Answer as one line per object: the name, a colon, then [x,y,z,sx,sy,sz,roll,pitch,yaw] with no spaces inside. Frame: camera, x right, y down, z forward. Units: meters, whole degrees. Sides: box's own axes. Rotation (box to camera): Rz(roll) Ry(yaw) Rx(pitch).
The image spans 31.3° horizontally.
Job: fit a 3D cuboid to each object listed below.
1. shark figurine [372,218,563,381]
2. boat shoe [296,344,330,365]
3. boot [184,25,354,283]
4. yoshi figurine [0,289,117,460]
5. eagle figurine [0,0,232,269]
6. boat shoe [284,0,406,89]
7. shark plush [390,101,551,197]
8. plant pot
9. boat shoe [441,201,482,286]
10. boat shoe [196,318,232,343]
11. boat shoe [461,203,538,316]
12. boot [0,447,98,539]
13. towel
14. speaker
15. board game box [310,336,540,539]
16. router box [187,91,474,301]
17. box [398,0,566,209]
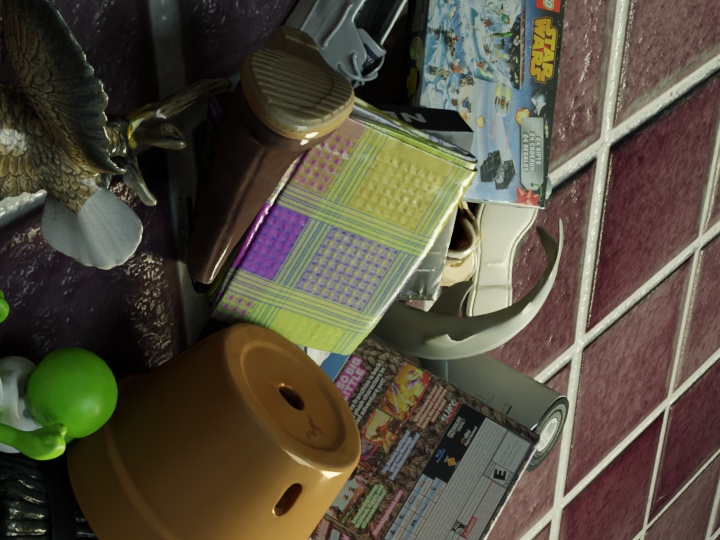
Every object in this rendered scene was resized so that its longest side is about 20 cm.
shark figurine: [0.100,0.042,1.151,0.214,0.129,0.089,-21,169,17]
boat shoe: [0.000,0.000,1.090,0.071,0.070,0.200,77,33,-59]
boot: [-0.067,-0.061,0.830,0.200,0.072,0.167,-97,-151,-68]
yoshi figurine: [-0.234,0.074,0.840,0.200,0.112,0.113,25,87,-61]
eagle figurine: [-0.195,-0.098,0.751,0.152,0.151,0.200,-55,159,9]
boat shoe: [-0.010,-0.178,0.991,0.200,0.068,0.072,-60,148,-1]
shark plush: [0.088,-0.112,1.126,0.200,0.091,0.084,11,64,-44]
plant pot: [-0.095,0.133,0.952,0.140,0.200,0.200,-44,152,20]
boat shoe: [0.077,-0.034,1.220,0.074,0.069,0.200,-54,147,-10]
boat shoe: [-0.097,0.095,1.086,0.068,0.072,0.200,-27,144,-47]
boat shoe: [0.136,-0.034,1.330,0.067,0.057,0.201,4,111,-16]
boot: [-0.205,0.223,0.924,0.079,0.212,0.158,-29,169,23]
towel: [-0.014,-0.030,0.959,0.143,0.023,0.200,19,115,-28]
speaker: [0.094,0.110,1.233,0.081,0.200,0.081,-41,145,-36]
board game box: [0.028,0.174,1.123,0.160,0.200,0.097,-55,168,-25]
router box: [-0.024,-0.054,0.991,0.199,0.051,0.150,3,117,-18]
box: [0.101,-0.158,1.083,0.137,0.040,0.201,6,90,-28]
